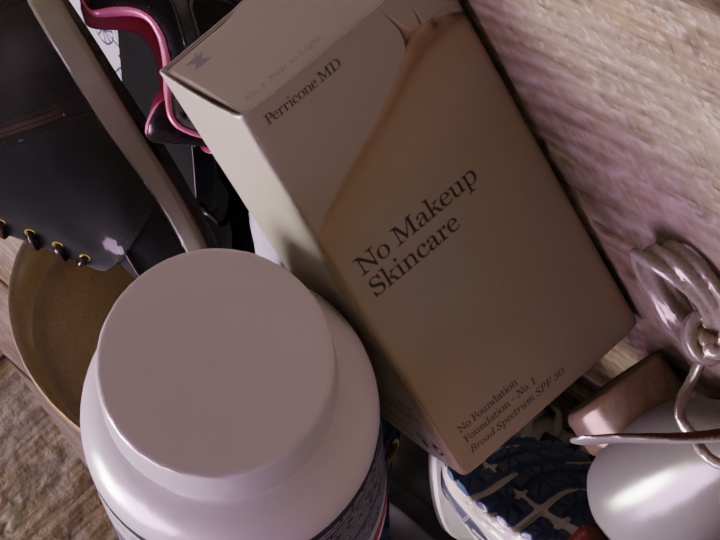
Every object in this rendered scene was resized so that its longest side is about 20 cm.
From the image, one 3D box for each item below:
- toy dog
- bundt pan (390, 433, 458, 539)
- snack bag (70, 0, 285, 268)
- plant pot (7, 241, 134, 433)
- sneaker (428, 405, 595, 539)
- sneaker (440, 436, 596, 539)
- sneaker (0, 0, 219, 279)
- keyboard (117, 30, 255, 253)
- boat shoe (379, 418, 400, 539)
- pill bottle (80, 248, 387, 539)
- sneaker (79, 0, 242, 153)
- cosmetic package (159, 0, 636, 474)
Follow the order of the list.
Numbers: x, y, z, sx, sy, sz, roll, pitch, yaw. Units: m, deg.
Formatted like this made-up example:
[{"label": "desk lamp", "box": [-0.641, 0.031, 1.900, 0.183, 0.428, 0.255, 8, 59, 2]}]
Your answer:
[{"label": "toy dog", "box": [0.122, 0.087, 1.109, 0.132, 0.096, 0.200, 46, 168, 19]}, {"label": "bundt pan", "box": [-0.008, 0.142, 1.496, 0.076, 0.202, 0.202, 44, 169, -7]}, {"label": "snack bag", "box": [-0.100, -0.070, 1.414, 0.188, 0.021, 0.201, -8, 102, 62]}, {"label": "plant pot", "box": [-0.094, 0.034, 1.525, 0.200, 0.200, 0.028, 47, 143, 18]}, {"label": "sneaker", "box": [0.081, 0.066, 1.326, 0.115, 0.076, 0.201, 18, 145, 34]}, {"label": "sneaker", "box": [0.092, 0.147, 1.228, 0.200, 0.077, 0.086, 45, 130, 43]}, {"label": "sneaker", "box": [-0.135, -0.025, 1.291, 0.201, 0.106, 0.075, 59, -177, -16]}, {"label": "keyboard", "box": [-0.078, -0.038, 1.362, 0.127, 0.021, 0.201, 43, 146, 44]}, {"label": "boat shoe", "box": [-0.015, 0.094, 1.349, 0.200, 0.070, 0.092, -32, -65, -79]}, {"label": "pill bottle", "box": [-0.050, 0.066, 1.133, 0.120, 0.119, 0.200, 47, 168, 15]}, {"label": "sneaker", "box": [-0.048, -0.074, 1.262, 0.200, 0.095, 0.079, 49, 166, 1]}, {"label": "cosmetic package", "box": [0.019, -0.028, 1.133, 0.073, 0.103, 0.200, 33, 161, 53]}]
